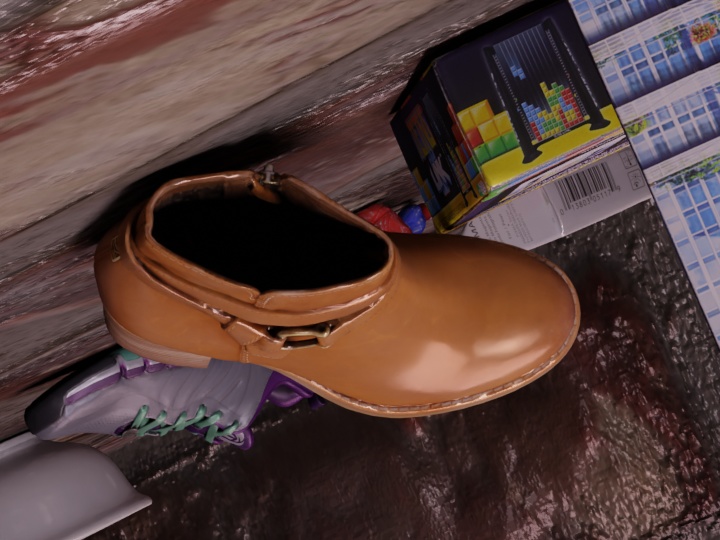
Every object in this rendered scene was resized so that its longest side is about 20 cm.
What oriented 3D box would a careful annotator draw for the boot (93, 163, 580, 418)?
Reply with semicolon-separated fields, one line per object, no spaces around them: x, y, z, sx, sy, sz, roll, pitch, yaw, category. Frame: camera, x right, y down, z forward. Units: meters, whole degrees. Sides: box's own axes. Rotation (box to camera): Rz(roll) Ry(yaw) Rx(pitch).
0.000;0.000;1.080;0.199;0.077;0.155;9;165;-8;boot

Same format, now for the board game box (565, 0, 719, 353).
0.120;-0.028;0.769;0.061;0.201;0.200;-25;178;15;board game box

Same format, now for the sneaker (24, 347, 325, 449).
-0.108;0.079;1.759;0.199;0.088;0.074;-24;177;-33;sneaker

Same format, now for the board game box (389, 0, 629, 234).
0.116;-0.086;1.112;0.199;0.057;0.165;-25;179;-7;board game box

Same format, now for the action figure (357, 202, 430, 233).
0.006;0.009;1.630;0.099;0.065;0.200;-43;175;6;action figure

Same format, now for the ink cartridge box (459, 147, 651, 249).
0.129;-0.042;2.103;0.162;0.057;0.199;-23;-176;-40;ink cartridge box

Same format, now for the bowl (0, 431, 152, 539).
-0.264;0.179;2.150;0.200;0.091;0.201;-26;176;-2;bowl
